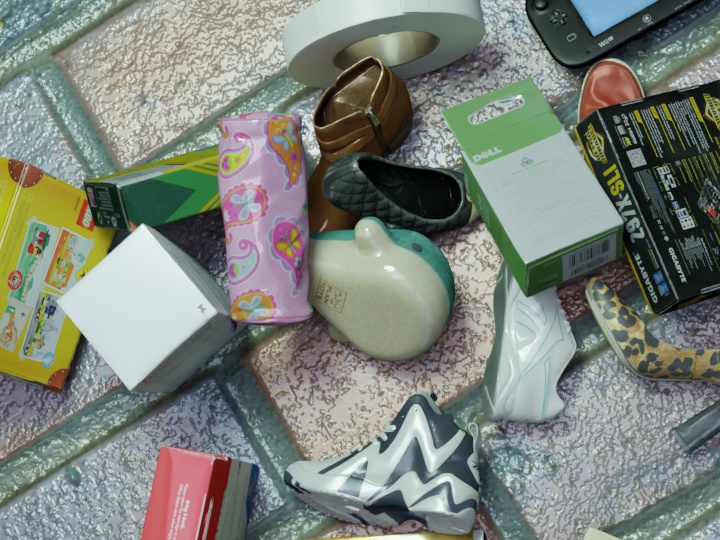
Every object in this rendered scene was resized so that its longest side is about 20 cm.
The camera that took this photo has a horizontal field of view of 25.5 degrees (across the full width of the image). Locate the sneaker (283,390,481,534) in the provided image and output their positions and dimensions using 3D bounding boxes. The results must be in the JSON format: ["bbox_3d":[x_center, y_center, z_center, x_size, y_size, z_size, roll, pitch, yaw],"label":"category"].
[{"bbox_3d":[0.029,0.175,1.546,0.197,0.080,0.131,2,59,29],"label":"sneaker"}]

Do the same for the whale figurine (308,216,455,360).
[{"bbox_3d":[0.000,0.000,1.554,0.198,0.160,0.104,24,43,11],"label":"whale figurine"}]

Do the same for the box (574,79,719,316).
[{"bbox_3d":[0.312,-0.072,1.522,0.158,0.049,0.202,-15,77,-29],"label":"box"}]

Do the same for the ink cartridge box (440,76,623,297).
[{"bbox_3d":[0.162,-0.083,1.527,0.103,0.060,0.201,-22,57,-7],"label":"ink cartridge box"}]

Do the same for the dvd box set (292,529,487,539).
[{"bbox_3d":[0.024,0.326,1.516,0.198,0.029,0.148,-4,65,11],"label":"dvd box set"}]

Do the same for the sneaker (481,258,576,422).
[{"bbox_3d":[0.170,0.051,1.555,0.079,0.070,0.203,9,84,-7],"label":"sneaker"}]

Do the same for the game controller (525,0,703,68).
[{"bbox_3d":[0.267,-0.281,1.597,0.199,0.042,0.105,-30,59,3],"label":"game controller"}]

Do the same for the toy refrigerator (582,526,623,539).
[{"bbox_3d":[0.295,0.302,1.483,0.198,0.076,0.071,21,84,11],"label":"toy refrigerator"}]

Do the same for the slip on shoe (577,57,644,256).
[{"bbox_3d":[0.249,-0.114,1.568,0.073,0.061,0.202,1,79,10],"label":"slip on shoe"}]

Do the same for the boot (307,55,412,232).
[{"bbox_3d":[-0.024,-0.111,1.555,0.073,0.155,0.201,30,84,16],"label":"boot"}]

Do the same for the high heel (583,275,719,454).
[{"bbox_3d":[0.314,0.057,1.519,0.142,0.071,0.201,-36,94,7],"label":"high heel"}]

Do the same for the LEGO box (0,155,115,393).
[{"bbox_3d":[-0.337,0.003,1.576,0.077,0.149,0.202,13,81,34],"label":"LEGO box"}]

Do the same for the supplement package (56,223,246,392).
[{"bbox_3d":[-0.194,0.040,1.525,0.114,0.200,0.110,-41,84,-1],"label":"supplement package"}]

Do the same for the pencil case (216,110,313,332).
[{"bbox_3d":[-0.089,-0.047,1.481,0.086,0.087,0.203,-3,97,7],"label":"pencil case"}]

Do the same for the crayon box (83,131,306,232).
[{"bbox_3d":[-0.158,-0.089,1.560,0.198,0.127,0.051,-18,101,-22],"label":"crayon box"}]

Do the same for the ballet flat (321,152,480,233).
[{"bbox_3d":[0.051,-0.075,1.539,0.057,0.198,0.067,-22,70,49],"label":"ballet flat"}]

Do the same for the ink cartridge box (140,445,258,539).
[{"bbox_3d":[-0.155,0.229,1.493,0.066,0.200,0.118,10,81,9],"label":"ink cartridge box"}]

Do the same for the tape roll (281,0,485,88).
[{"bbox_3d":[0.022,-0.228,1.547,0.200,0.203,0.037,-12,78,5],"label":"tape roll"}]
